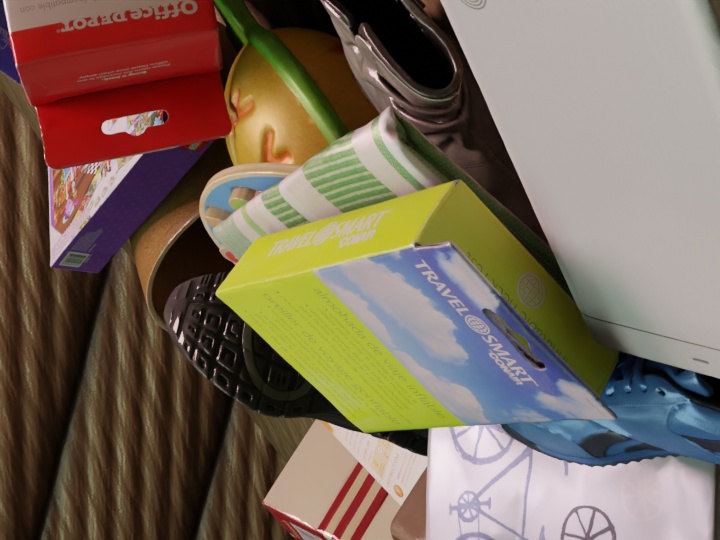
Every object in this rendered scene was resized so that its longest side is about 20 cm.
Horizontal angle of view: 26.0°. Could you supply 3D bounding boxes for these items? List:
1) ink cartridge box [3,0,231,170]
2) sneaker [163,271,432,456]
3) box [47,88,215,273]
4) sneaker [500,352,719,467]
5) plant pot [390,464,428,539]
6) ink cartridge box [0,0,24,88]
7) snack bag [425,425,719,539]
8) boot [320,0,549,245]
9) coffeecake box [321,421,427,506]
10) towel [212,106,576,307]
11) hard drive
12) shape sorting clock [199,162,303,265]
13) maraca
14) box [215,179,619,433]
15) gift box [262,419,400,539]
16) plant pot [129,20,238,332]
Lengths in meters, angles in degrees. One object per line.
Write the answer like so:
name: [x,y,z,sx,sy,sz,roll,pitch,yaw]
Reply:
ink cartridge box: [-0.147,-0.169,0.893,0.067,0.116,0.201,105,152,-76]
sneaker: [-0.027,0.061,0.926,0.199,0.076,0.091,26,169,-16]
box: [-0.155,-0.101,1.025,0.200,0.039,0.137,-39,50,50]
sneaker: [0.142,0.053,0.730,0.200,0.066,0.079,5,145,39]
plant pot: [0.118,0.146,0.976,0.200,0.175,0.200,46,169,11]
ink cartridge box: [-0.239,-0.242,0.988,0.198,0.047,0.201,38,-137,-58]
snack bag: [0.113,0.134,0.827,0.200,0.189,0.021,-3,173,43]
boot: [0.046,-0.069,0.743,0.200,0.068,0.131,48,-178,16]
coffeecake box: [0.062,0.110,1.183,0.200,0.073,0.154,44,141,25]
towel: [0.020,-0.002,0.795,0.152,0.023,0.200,40,153,-12]
hard drive: [0.111,-0.039,0.599,0.132,0.027,0.200,15,141,48]
shape sorting clock: [0.000,0.000,0.887,0.199,0.039,0.200,16,155,7]
maraca: [-0.036,-0.096,0.945,0.200,0.107,0.137,54,170,27]
box: [0.029,0.024,0.747,0.122,0.048,0.200,45,151,-21]
gift box: [0.037,0.176,1.349,0.200,0.187,0.185,25,160,28]
plant pot: [-0.103,-0.084,1.120,0.200,0.186,0.187,59,175,30]
